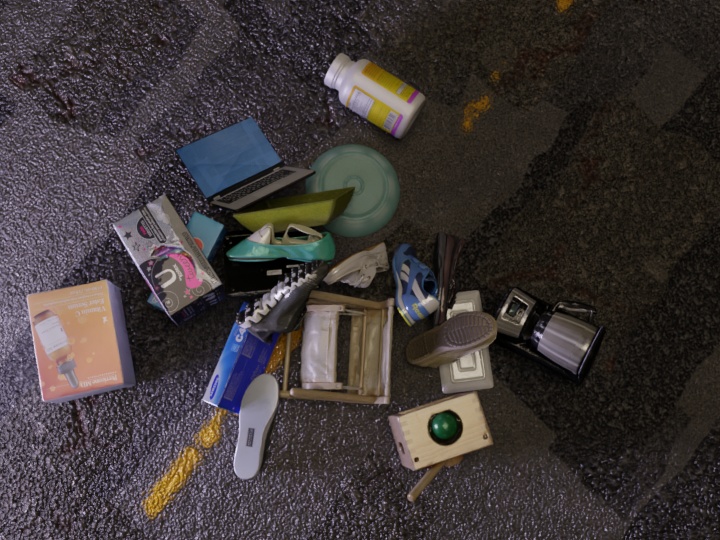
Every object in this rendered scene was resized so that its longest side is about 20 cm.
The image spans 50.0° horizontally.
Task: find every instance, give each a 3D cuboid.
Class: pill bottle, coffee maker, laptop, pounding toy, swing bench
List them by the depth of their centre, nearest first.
[{"bbox_3d":[0.141,0.320,1.433,0.183,0.200,0.143,-17,82,-7],"label":"pounding toy"},{"bbox_3d":[-0.043,0.150,1.486,0.199,0.130,0.200,8,78,-17],"label":"swing bench"},{"bbox_3d":[-0.172,-0.024,1.492,0.176,0.103,0.201,-6,62,-5],"label":"laptop"},{"bbox_3d":[0.360,0.136,1.515,0.199,0.193,0.135,27,56,22],"label":"coffee maker"},{"bbox_3d":[-0.228,-0.214,1.525,0.187,0.200,0.117,-31,116,-26],"label":"laptop"},{"bbox_3d":[0.027,-0.367,1.600,0.199,0.104,0.105,33,79,2],"label":"pill bottle"}]

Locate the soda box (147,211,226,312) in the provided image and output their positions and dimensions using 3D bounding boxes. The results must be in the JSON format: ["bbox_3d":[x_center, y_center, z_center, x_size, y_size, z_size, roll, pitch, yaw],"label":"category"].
[{"bbox_3d":[-0.340,-0.009,1.525,0.067,0.064,0.201,25,79,1],"label":"soda box"}]

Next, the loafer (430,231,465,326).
[{"bbox_3d":[0.178,0.016,1.548,0.062,0.072,0.201,8,66,-5],"label":"loafer"}]

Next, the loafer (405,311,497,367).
[{"bbox_3d":[0.183,0.137,1.501,0.199,0.068,0.076,-22,56,31],"label":"loafer"}]

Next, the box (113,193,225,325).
[{"bbox_3d":[-0.349,-0.016,1.425,0.114,0.132,0.201,-33,83,-11],"label":"box"}]

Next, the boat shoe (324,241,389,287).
[{"bbox_3d":[0.000,0.000,1.504,0.200,0.071,0.070,-26,91,-51],"label":"boat shoe"}]

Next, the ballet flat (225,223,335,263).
[{"bbox_3d":[-0.144,-0.052,1.406,0.198,0.067,0.071,1,107,-4],"label":"ballet flat"}]

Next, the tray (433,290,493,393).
[{"bbox_3d":[0.206,0.143,1.562,0.107,0.022,0.202,-6,80,-5],"label":"tray"}]

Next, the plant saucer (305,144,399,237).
[{"bbox_3d":[-0.015,-0.170,1.596,0.198,0.036,0.202,1,79,-5],"label":"plant saucer"}]

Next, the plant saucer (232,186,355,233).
[{"bbox_3d":[-0.118,-0.112,1.484,0.198,0.200,0.048,-7,101,12],"label":"plant saucer"}]

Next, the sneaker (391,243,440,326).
[{"bbox_3d":[0.112,0.019,1.512,0.082,0.074,0.201,-27,41,21],"label":"sneaker"}]

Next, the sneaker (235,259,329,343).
[{"bbox_3d":[-0.123,0.060,1.381,0.200,0.067,0.091,-37,111,12],"label":"sneaker"}]

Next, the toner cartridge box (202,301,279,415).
[{"bbox_3d":[-0.222,0.171,1.483,0.043,0.095,0.201,13,76,34],"label":"toner cartridge box"}]

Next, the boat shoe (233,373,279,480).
[{"bbox_3d":[-0.193,0.297,1.479,0.069,0.066,0.202,7,83,9],"label":"boat shoe"}]

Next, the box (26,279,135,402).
[{"bbox_3d":[-0.525,0.135,1.462,0.151,0.106,0.201,-12,80,-7],"label":"box"}]
